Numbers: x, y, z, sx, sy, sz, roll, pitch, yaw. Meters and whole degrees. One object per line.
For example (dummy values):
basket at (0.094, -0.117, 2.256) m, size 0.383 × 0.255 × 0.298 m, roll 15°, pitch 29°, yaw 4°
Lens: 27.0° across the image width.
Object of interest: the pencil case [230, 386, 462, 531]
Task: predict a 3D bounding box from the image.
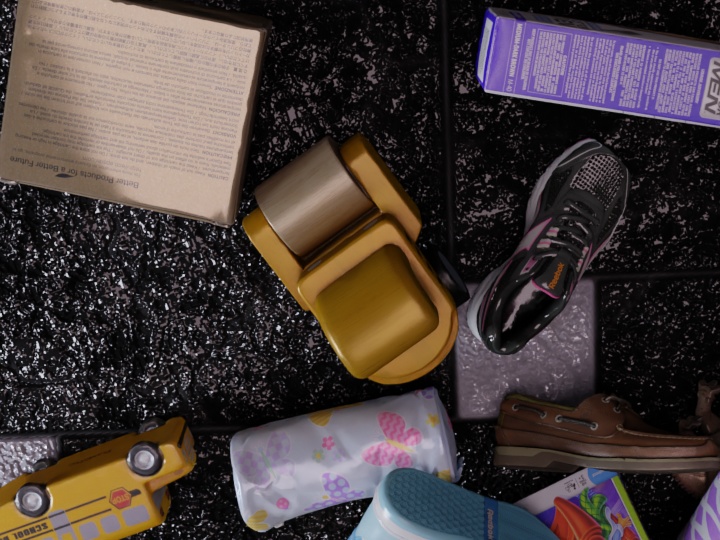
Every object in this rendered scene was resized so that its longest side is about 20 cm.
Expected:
pencil case at (-0.014, 0.163, 1.291) m, size 0.198 × 0.083 × 0.092 m, roll -14°, pitch 91°, yaw 4°

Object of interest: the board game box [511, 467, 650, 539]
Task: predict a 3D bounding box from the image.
board game box at (0.159, 0.268, 1.307) m, size 0.199 × 0.045 × 0.135 m, roll -27°, pitch 75°, yaw 8°

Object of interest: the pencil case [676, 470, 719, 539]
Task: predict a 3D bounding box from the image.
pencil case at (0.323, 0.198, 1.223) m, size 0.085 × 0.084 × 0.201 m, roll 8°, pitch 134°, yaw -15°

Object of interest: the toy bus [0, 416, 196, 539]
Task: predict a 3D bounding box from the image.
toy bus at (-0.236, 0.198, 1.314) m, size 0.198 × 0.065 × 0.079 m, roll -20°, pitch 104°, yaw 6°

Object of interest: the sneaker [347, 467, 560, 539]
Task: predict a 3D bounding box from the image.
sneaker at (0.078, 0.251, 1.275) m, size 0.199 × 0.080 × 0.131 m, roll 29°, pitch 129°, yaw -10°

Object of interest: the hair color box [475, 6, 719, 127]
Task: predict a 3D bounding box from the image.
hair color box at (0.196, -0.162, 1.188) m, size 0.198 × 0.109 × 0.065 m, roll 10°, pitch 104°, yaw -2°

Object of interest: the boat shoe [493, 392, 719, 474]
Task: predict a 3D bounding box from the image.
boat shoe at (0.202, 0.134, 1.255) m, size 0.198 × 0.072 × 0.069 m, roll -1°, pitch 78°, yaw 27°

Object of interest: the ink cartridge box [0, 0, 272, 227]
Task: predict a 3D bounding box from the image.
ink cartridge box at (-0.182, -0.140, 1.219) m, size 0.198 × 0.075 × 0.166 m, roll 12°, pitch 106°, yaw -3°

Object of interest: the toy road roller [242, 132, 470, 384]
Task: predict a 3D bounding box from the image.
toy road roller at (0.000, 0.000, 1.215) m, size 0.122 × 0.146 × 0.201 m, roll -35°, pitch 102°, yaw 9°

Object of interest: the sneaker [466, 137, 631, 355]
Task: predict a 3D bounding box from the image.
sneaker at (0.163, -0.009, 1.241) m, size 0.080 × 0.086 × 0.201 m, roll 26°, pitch 103°, yaw -7°

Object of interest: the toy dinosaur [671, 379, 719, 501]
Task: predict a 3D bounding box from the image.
toy dinosaur at (0.338, 0.168, 1.290) m, size 0.198 × 0.086 × 0.137 m, roll -11°, pitch 111°, yaw 10°
